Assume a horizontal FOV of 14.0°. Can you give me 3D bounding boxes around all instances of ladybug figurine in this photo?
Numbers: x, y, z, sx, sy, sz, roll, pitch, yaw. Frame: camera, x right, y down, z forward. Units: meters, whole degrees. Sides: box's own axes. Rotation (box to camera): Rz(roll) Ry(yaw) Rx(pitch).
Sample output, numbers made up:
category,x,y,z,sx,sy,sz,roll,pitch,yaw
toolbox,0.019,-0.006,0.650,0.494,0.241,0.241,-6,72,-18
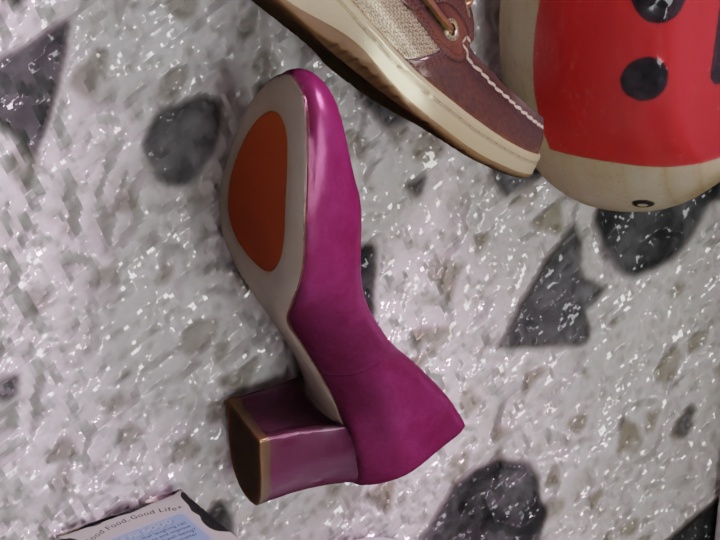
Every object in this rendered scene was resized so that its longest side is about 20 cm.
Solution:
category,x,y,z,sx,sy,sz,roll,pitch,yaw
ladybug figurine,0.120,-0.110,1.138,0.135,0.072,0.201,-23,125,-30

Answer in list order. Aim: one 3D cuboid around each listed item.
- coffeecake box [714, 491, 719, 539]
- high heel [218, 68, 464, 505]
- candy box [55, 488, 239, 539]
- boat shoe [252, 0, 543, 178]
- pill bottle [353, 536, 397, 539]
category,x,y,z,sx,sy,sz,roll,pitch,yaw
coffeecake box,0.250,0.145,1.295,0.073,0.200,0.155,-17,122,-34
high heel,0.000,0.000,1.096,0.096,0.068,0.201,-16,137,-23
candy box,-0.036,0.189,1.074,0.061,0.200,0.137,-19,125,-31
boat shoe,0.013,-0.103,1.054,0.200,0.072,0.072,37,88,-39
pill bottle,0.047,0.198,1.149,0.113,0.200,0.115,-19,124,-31
